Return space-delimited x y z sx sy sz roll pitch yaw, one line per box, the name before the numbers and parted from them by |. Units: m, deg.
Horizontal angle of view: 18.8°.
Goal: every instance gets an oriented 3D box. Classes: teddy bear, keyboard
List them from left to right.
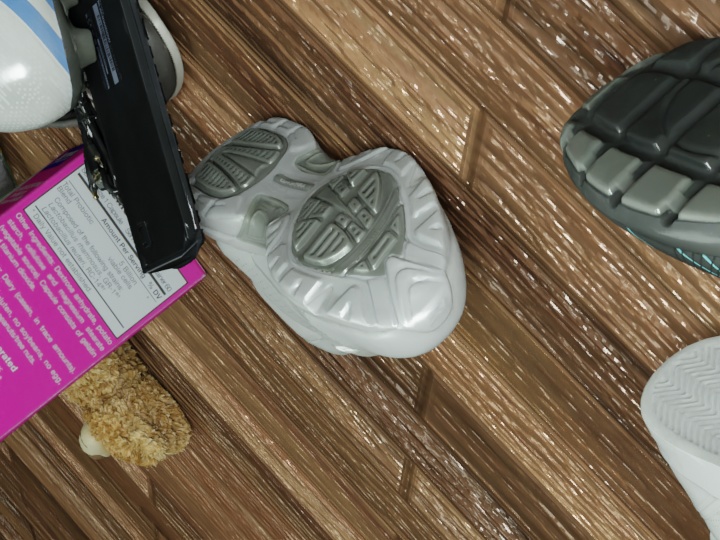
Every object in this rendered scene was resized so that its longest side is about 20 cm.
teddy bear | -0.197 0.053 1.473 0.201 0.067 0.145 59 162 -21
keyboard | -0.112 -0.096 0.961 0.127 0.020 0.202 -19 86 66

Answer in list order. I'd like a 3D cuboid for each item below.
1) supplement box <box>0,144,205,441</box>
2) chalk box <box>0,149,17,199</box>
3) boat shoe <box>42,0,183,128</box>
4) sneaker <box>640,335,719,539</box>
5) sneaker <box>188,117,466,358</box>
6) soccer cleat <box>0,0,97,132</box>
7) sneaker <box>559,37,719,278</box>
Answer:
supplement box | -0.201 0.025 1.220 0.104 0.200 0.101 56 160 -10
chalk box | -0.313 -0.080 1.394 0.124 0.124 0.201 32 149 45
boat shoe | -0.143 -0.096 1.080 0.067 0.057 0.200 56 161 -14
sneaker | 0.176 0.106 0.695 0.200 0.073 0.116 42 164 55
sneaker | 0.000 0.000 0.919 0.100 0.078 0.200 54 172 -29
soccer cleat | -0.184 -0.151 0.957 0.201 0.086 0.070 67 155 18
sneaker | 0.129 -0.003 0.584 0.200 0.075 0.080 29 154 49
